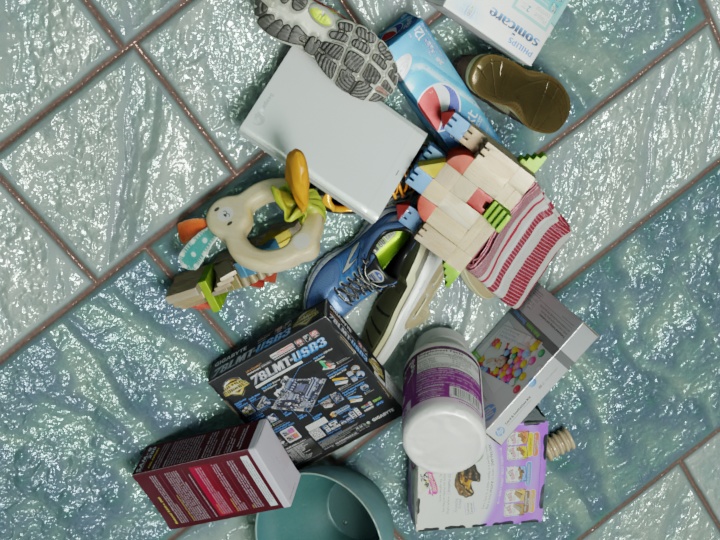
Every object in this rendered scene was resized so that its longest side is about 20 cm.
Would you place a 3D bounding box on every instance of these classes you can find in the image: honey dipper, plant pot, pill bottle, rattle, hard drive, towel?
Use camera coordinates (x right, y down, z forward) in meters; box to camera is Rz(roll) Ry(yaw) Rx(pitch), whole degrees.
[{"bbox_3d":[0.242,0.308,1.448,0.198,0.038,0.038,-28,116,-2],"label":"honey dipper"},{"bbox_3d":[-0.032,0.362,1.315,0.197,0.134,0.203,4,100,24],"label":"plant pot"},{"bbox_3d":[0.111,0.168,1.253,0.110,0.201,0.114,2,121,3],"label":"pill bottle"},{"bbox_3d":[-0.148,-0.069,1.097,0.197,0.143,0.132,4,80,11],"label":"rattle"},{"bbox_3d":[-0.032,-0.168,1.131,0.199,0.026,0.133,33,79,-9],"label":"hard drive"},{"bbox_3d":[0.220,-0.030,1.252,0.145,0.023,0.200,-55,147,1],"label":"towel"}]

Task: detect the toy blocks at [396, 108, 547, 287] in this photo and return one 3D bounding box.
[{"bbox_3d":[0.116,-0.101,1.146,0.136,0.100,0.201,35,109,-8],"label":"toy blocks"}]

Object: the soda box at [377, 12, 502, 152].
[{"bbox_3d":[0.097,-0.224,1.176,0.064,0.068,0.200,-39,117,1],"label":"soda box"}]

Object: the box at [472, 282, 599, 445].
[{"bbox_3d":[0.224,0.126,1.304,0.041,0.156,0.201,37,98,-24],"label":"box"}]

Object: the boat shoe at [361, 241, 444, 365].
[{"bbox_3d":[0.065,0.049,1.270,0.068,0.075,0.202,19,109,-24],"label":"boat shoe"}]

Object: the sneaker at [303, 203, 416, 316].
[{"bbox_3d":[0.000,0.000,1.222,0.078,0.089,0.200,38,97,-25],"label":"sneaker"}]

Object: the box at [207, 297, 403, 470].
[{"bbox_3d":[-0.071,0.161,1.257,0.199,0.050,0.199,-30,117,17],"label":"box"}]

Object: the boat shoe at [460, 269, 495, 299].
[{"bbox_3d":[0.166,-0.045,1.252,0.072,0.064,0.202,-46,127,-40],"label":"boat shoe"}]

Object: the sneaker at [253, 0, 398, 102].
[{"bbox_3d":[-0.036,-0.281,1.101,0.199,0.085,0.077,35,109,-15],"label":"sneaker"}]

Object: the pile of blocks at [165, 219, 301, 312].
[{"bbox_3d":[-0.149,0.008,1.184,0.198,0.082,0.063,-28,116,-5],"label":"pile of blocks"}]

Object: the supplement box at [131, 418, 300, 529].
[{"bbox_3d":[-0.193,0.276,1.240,0.198,0.061,0.110,-16,118,21],"label":"supplement box"}]

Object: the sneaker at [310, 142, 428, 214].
[{"bbox_3d":[0.024,-0.112,1.193,0.197,0.077,0.079,-17,113,-12],"label":"sneaker"}]

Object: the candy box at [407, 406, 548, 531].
[{"bbox_3d":[0.172,0.292,1.380,0.197,0.072,0.170,-2,107,-8],"label":"candy box"}]

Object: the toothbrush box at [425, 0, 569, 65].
[{"bbox_3d":[0.192,-0.380,1.135,0.145,0.085,0.201,27,102,-24],"label":"toothbrush box"}]

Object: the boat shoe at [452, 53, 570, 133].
[{"bbox_3d":[0.200,-0.239,1.204,0.199,0.065,0.074,21,105,-42],"label":"boat shoe"}]
